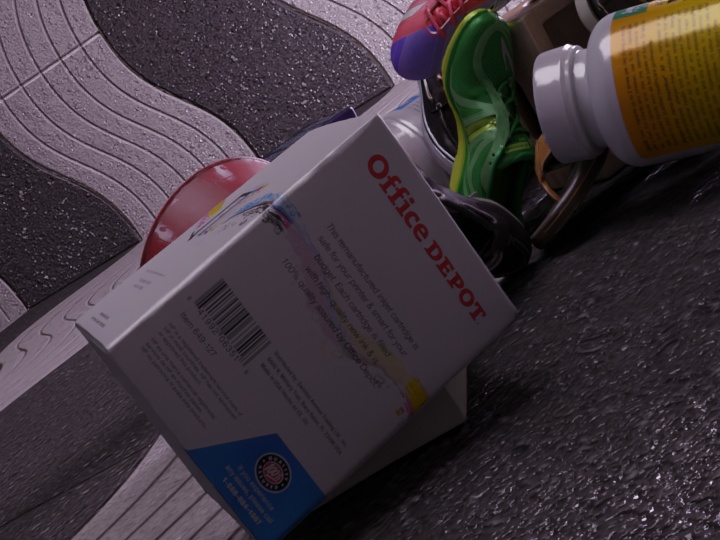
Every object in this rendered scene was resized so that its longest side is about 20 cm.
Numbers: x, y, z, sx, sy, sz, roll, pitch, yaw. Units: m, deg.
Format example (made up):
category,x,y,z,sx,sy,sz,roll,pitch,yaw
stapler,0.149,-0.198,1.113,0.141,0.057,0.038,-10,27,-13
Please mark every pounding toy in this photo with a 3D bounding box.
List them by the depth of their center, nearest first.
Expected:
category,x,y,z,sx,sy,sz,roll,pitch,yaw
pounding toy,0.200,-0.210,1.125,0.183,0.202,0.142,-36,12,-22

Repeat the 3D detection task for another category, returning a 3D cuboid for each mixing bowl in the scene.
category,x,y,z,sx,sy,sz,roll,pitch,yaw
mixing bowl,-0.085,0.011,1.079,0.199,0.202,0.108,-38,38,-28

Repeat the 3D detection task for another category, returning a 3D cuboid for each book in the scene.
category,x,y,z,sx,sy,sz,roll,pitch,yaw
book,0.008,0.082,0.831,0.133,0.048,0.200,-33,13,12

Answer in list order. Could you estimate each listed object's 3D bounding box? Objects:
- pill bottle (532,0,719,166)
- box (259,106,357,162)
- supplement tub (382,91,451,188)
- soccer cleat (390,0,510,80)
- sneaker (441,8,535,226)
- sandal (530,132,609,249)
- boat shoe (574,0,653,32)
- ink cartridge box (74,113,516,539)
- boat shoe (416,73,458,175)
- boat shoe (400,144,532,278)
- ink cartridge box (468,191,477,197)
category,x,y,z,sx,sy,sz,roll,pitch,yaw
pill bottle,0.228,-0.138,0.870,0.197,0.114,0.113,-11,20,29
box,-0.065,-0.065,1.380,0.199,0.149,0.104,-39,14,-28
supplement tub,0.110,-0.136,1.238,0.199,0.133,0.131,-36,12,-22
soccer cleat,0.101,-0.240,1.042,0.199,0.067,0.076,-39,-1,8
sneaker,0.118,-0.119,1.037,0.073,0.204,0.083,-16,20,-35
sandal,0.171,-0.107,0.981,0.082,0.054,0.202,103,-169,-75
boat shoe,0.271,-0.229,1.036,0.199,0.073,0.060,-9,-17,-35
ink cartridge box,-0.041,0.029,0.729,0.199,0.148,0.144,-40,15,-14
boat shoe,0.084,-0.172,1.140,0.071,0.202,0.071,-13,-34,-8
boat shoe,0.060,-0.028,0.890,0.067,0.199,0.058,-38,45,26
ink cartridge box,0.000,0.000,1.001,0.199,0.068,0.117,-38,-20,-29
